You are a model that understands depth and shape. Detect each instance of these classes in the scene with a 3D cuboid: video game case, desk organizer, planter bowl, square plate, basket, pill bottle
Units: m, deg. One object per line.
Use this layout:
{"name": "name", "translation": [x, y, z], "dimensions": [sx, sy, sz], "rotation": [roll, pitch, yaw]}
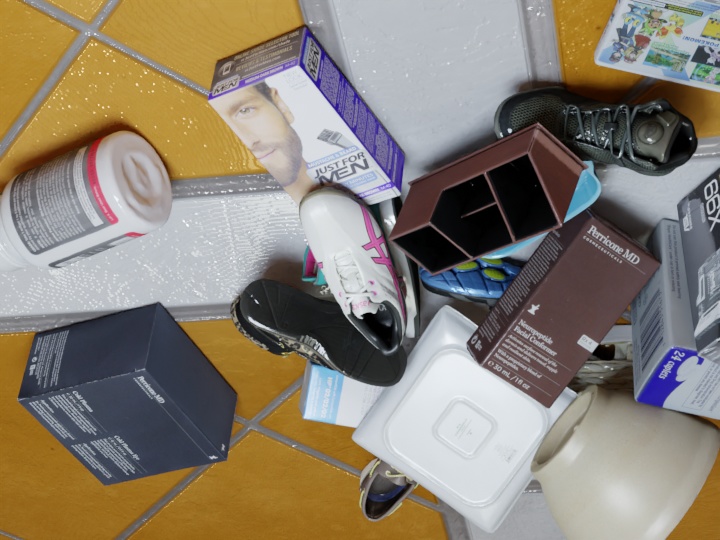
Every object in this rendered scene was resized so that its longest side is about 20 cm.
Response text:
{"name": "video game case", "translation": [0.340, -0.240, 1.492], "dimensions": [0.200, 0.022, 0.182], "rotation": [11, 139, -7]}
{"name": "desk organizer", "translation": [0.121, -0.066, 1.584], "dimensions": [0.072, 0.077, 0.200], "rotation": [38, 146, -22]}
{"name": "planter bowl", "translation": [0.267, 0.207, 1.720], "dimensions": [0.135, 0.200, 0.200], "rotation": [36, 135, -3]}
{"name": "square plate", "translation": [0.120, 0.172, 1.812], "dimensions": [0.198, 0.028, 0.200], "rotation": [35, 109, 2]}
{"name": "basket", "translation": [0.282, 0.172, 1.898], "dimensions": [0.136, 0.123, 0.200], "rotation": [-2, 138, 8]}
{"name": "pill bottle", "translation": [-0.308, -0.065, 1.706], "dimensions": [0.200, 0.111, 0.111], "rotation": [-19, 133, 26]}

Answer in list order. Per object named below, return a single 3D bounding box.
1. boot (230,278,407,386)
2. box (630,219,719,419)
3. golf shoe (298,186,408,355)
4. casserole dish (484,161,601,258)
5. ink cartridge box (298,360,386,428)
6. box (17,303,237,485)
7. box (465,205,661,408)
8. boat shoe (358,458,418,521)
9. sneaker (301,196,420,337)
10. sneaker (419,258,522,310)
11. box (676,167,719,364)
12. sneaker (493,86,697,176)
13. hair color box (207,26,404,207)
{"name": "boot", "translation": [-0.054, 0.071, 1.811], "dimensions": [0.200, 0.073, 0.151], "rotation": [23, 170, -12]}
{"name": "box", "translation": [0.396, 0.062, 1.710], "dimensions": [0.200, 0.184, 0.105], "rotation": [13, 137, -7]}
{"name": "golf shoe", "translation": [0.000, 0.000, 1.657], "dimensions": [0.073, 0.092, 0.200], "rotation": [-24, 127, 12]}
{"name": "casserole dish", "translation": [0.159, -0.084, 1.682], "dimensions": [0.121, 0.039, 0.200], "rotation": [32, 134, -27]}
{"name": "ink cartridge box", "translation": [0.032, 0.154, 1.911], "dimensions": [0.200, 0.068, 0.115], "rotation": [10, -179, -4]}
{"name": "box", "translation": [-0.279, 0.155, 1.963], "dimensions": [0.182, 0.104, 0.200], "rotation": [-13, 136, 22]}
{"name": "box", "translation": [0.214, 0.036, 1.714], "dimensions": [0.100, 0.075, 0.200], "rotation": [32, 100, -18]}
{"name": "boat shoe", "translation": [0.050, 0.252, 2.069], "dimensions": [0.072, 0.060, 0.200], "rotation": [19, 138, -13]}
{"name": "sneaker", "translation": [-0.002, 0.002, 1.765], "dimensions": [0.121, 0.084, 0.200], "rotation": [-7, 131, 9]}
{"name": "sneaker", "translation": [0.159, 0.031, 1.790], "dimensions": [0.200, 0.071, 0.083], "rotation": [12, 133, -11]}
{"name": "box", "translation": [0.390, -0.026, 1.597], "dimensions": [0.050, 0.200, 0.158], "rotation": [21, 138, -23]}
{"name": "sneaker", "translation": [0.233, -0.138, 1.551], "dimensions": [0.199, 0.076, 0.114], "rotation": [12, 173, -10]}
{"name": "hair color box", "translation": [-0.051, -0.141, 1.623], "dimensions": [0.109, 0.065, 0.200], "rotation": [-18, 132, 26]}
